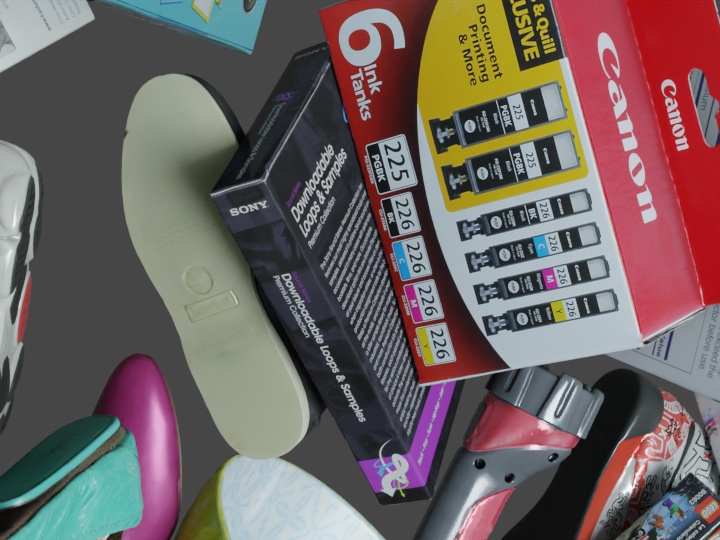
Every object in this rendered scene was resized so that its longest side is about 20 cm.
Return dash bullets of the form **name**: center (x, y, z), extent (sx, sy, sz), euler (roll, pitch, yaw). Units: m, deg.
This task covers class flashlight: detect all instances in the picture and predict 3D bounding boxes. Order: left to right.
- **flashlight**: center (0.072, 0.147, 0.902), extent (0.068, 0.068, 0.200), euler (25, 90, -47)

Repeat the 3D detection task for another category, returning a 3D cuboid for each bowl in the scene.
- **bowl**: center (-0.040, 0.205, 0.797), extent (0.108, 0.200, 0.200), euler (-42, 124, 14)

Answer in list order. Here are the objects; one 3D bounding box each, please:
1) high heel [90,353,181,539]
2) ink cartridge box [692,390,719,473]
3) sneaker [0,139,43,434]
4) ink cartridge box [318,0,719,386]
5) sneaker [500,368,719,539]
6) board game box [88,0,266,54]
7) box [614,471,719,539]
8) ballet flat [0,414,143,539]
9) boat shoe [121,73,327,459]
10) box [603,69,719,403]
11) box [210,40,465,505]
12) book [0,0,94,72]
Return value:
- **high heel**: center (-0.149, 0.138, 0.763), extent (0.096, 0.067, 0.200), euler (-2, 108, -41)
- **ink cartridge box**: center (0.310, 0.083, 0.928), extent (0.146, 0.147, 0.200), euler (-5, 71, -31)
- **sneaker**: center (-0.201, 0.031, 0.716), extent (0.083, 0.081, 0.200), euler (11, 103, -3)
- **ink cartridge box**: center (0.093, -0.060, 0.753), extent (0.084, 0.175, 0.200), euler (-19, 94, -54)
- **sneaker**: center (0.155, 0.171, 0.957), extent (0.108, 0.067, 0.202), euler (34, 82, -30)
- **board game box**: center (-0.076, -0.182, 0.660), extent (0.047, 0.200, 0.151), euler (18, 95, 12)
- **box**: center (0.182, 0.225, 0.955), extent (0.137, 0.038, 0.200), euler (-39, 142, -9)
- **ballet flat**: center (-0.161, 0.131, 0.664), extent (0.200, 0.067, 0.071), euler (-31, 108, -53)
- **boat shoe**: center (-0.065, -0.006, 0.784), extent (0.063, 0.074, 0.202), euler (-41, 116, -61)
- **box**: center (0.196, -0.036, 0.844), extent (0.105, 0.200, 0.184), euler (6, 100, -33)
- **box**: center (0.000, 0.000, 0.789), extent (0.200, 0.036, 0.143), euler (65, 27, -27)
- **book**: center (-0.232, -0.123, 0.660), extent (0.200, 0.048, 0.134), euler (-33, 114, -20)
